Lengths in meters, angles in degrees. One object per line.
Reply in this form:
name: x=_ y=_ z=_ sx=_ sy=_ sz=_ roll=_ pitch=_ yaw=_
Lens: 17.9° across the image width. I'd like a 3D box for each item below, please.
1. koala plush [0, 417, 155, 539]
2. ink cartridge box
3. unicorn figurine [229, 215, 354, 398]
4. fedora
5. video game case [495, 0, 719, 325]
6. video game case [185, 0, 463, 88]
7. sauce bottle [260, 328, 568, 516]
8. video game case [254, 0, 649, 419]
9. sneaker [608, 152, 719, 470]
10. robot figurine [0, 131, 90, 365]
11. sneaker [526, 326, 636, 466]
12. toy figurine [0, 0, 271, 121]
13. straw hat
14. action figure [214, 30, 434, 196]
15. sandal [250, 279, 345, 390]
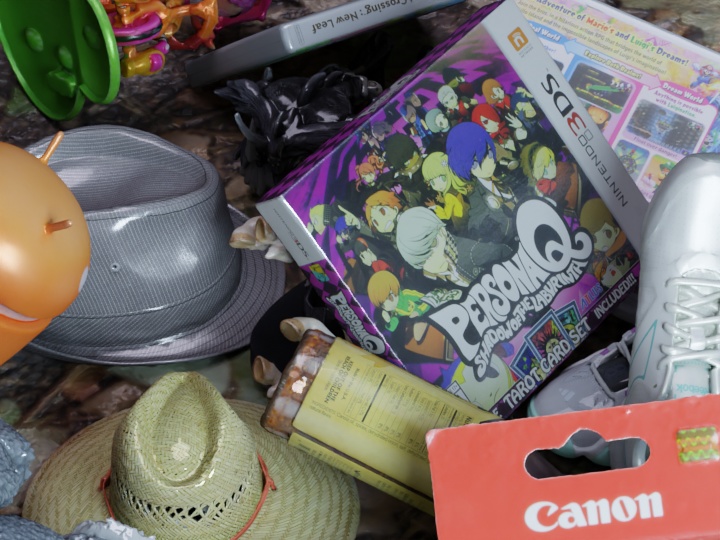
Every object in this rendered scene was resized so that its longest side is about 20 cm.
koala plush: x=-0.202 y=0.148 z=1.124 sx=0.177 sy=0.184 sz=0.200 roll=-40 pitch=74 yaw=-22
ink cartridge box: x=0.114 y=0.160 z=1.074 sx=0.162 sy=0.050 sz=0.200 roll=-8 pitch=77 yaw=10
unicorn figurine: x=0.000 y=0.000 z=1.305 sx=0.137 sy=0.200 sz=0.074 roll=1 pitch=-6 yaw=-31
fedora: x=-0.146 y=-0.026 z=1.383 sx=0.200 sy=0.090 sz=0.177 roll=5 pitch=40 yaw=8
video game case: x=0.144 y=-0.073 z=1.399 sx=0.200 sy=0.024 sz=0.182 roll=25 pitch=71 yaw=12
video game case: x=-0.004 y=-0.165 z=1.519 sx=0.182 sy=0.022 sz=0.200 roll=-20 pitch=5 yaw=-21
sauce bottle: x=0.047 y=0.100 z=1.209 sx=0.200 sy=0.066 sz=0.066 roll=28 pitch=42 yaw=-1
video game case: x=0.064 y=-0.025 z=1.282 sx=0.200 sy=0.181 sz=0.036 roll=-42 pitch=14 yaw=-28
sneaker: x=0.176 y=0.039 z=1.199 sx=0.070 sy=0.201 sz=0.080 roll=7 pitch=14 yaw=2
robot figurine: x=-0.232 y=0.007 z=1.281 sx=0.117 sy=0.200 sz=0.144 roll=54 pitch=21 yaw=5
sneaker: x=0.185 y=0.024 z=1.271 sx=0.200 sy=0.140 sz=0.078 roll=-16 pitch=41 yaw=-19
toy figurine: x=-0.130 y=-0.191 z=1.535 sx=0.184 sy=0.150 sz=0.200 roll=-20 pitch=26 yaw=-25
straw hat: x=-0.094 y=0.105 z=1.223 sx=0.201 sy=0.085 sz=0.201 roll=-1 pitch=39 yaw=1
action figure: x=-0.017 y=-0.086 z=1.447 sx=0.119 sy=0.102 sz=0.200 roll=18 pitch=27 yaw=24
sandal: x=-0.002 y=0.008 z=1.375 sx=0.076 sy=0.043 sz=0.200 roll=20 pitch=43 yaw=24
